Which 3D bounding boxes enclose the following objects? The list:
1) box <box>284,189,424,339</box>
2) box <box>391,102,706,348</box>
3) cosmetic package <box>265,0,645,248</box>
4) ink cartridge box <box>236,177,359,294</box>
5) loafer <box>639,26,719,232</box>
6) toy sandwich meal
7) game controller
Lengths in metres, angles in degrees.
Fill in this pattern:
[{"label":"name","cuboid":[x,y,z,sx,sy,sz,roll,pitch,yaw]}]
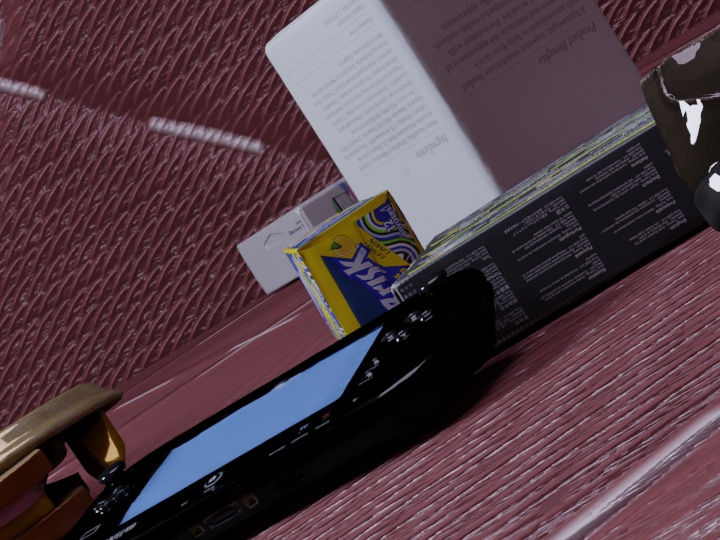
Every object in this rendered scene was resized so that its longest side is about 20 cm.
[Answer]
[{"label":"box","cuboid":[0.000,0.000,1.197,0.064,0.070,0.200,-31,3,-2]},{"label":"box","cuboid":[0.115,-0.038,0.840,0.199,0.044,0.160,-32,3,11]},{"label":"cosmetic package","cuboid":[0.072,-0.137,1.453,0.164,0.201,0.165,-34,4,-30]},{"label":"ink cartridge box","cuboid":[-0.053,-0.062,2.824,0.145,0.084,0.200,-30,3,42]},{"label":"loafer","cuboid":[0.162,-0.103,0.630,0.200,0.071,0.073,-46,-20,8]},{"label":"toy sandwich meal","cuboid":[-0.207,0.138,1.191,0.205,0.070,0.205,-34,-2,-1]},{"label":"game controller","cuboid":[-0.036,0.064,0.756,0.199,0.042,0.104,-32,2,26]}]
